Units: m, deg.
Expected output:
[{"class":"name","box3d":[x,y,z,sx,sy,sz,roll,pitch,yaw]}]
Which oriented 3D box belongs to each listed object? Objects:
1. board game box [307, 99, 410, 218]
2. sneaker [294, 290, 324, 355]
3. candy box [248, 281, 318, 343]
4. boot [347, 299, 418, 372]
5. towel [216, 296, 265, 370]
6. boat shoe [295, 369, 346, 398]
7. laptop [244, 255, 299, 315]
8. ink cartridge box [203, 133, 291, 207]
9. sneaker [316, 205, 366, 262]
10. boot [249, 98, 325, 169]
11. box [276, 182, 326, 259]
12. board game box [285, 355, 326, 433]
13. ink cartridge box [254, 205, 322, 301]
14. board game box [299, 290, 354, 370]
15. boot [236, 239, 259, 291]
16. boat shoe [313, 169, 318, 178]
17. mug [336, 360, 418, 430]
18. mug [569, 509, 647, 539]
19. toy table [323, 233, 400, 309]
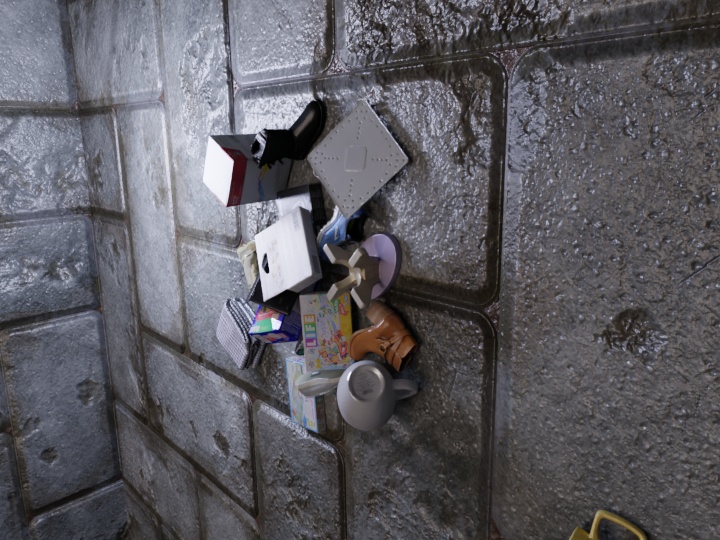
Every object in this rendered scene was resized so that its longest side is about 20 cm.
[{"class":"board game box","box3d":[-0.007,-0.258,1.327,0.199,0.026,0.202,-41,67,18]},{"class":"sneaker","box3d":[-0.131,0.152,1.598,0.201,0.073,0.088,-51,52,29]},{"class":"candy box","box3d":[-0.212,0.094,1.586,0.167,0.076,0.204,-13,51,49]},{"class":"boot","box3d":[0.052,0.193,1.395,0.155,0.073,0.202,46,132,26]},{"class":"towel","box3d":[-0.403,0.213,1.892,0.201,0.084,0.167,49,132,28]},{"class":"boat shoe","box3d":[-0.091,0.312,1.581,0.198,0.070,0.072,-19,113,32]},{"class":"laptop","box3d":[-0.223,0.022,1.558,0.196,0.116,0.191,18,75,20]},{"class":"ink cartridge box","box3d":[-0.315,-0.286,1.591,0.145,0.197,0.147,43,130,32]},{"class":"sneaker","box3d":[-0.046,-0.090,1.430,0.090,0.077,0.202,54,133,27]},{"class":"boot","box3d":[-0.190,-0.351,1.462,0.074,0.160,0.199,54,133,21]},{"class":"box","box3d":[-0.159,-0.129,1.570,0.158,0.043,0.205,-2,98,49]},{"class":"board game box","box3d":[-0.165,0.370,1.704,0.133,0.034,0.205,6,103,47]},{"class":"ink cartridge box","box3d":[-0.192,-0.039,1.487,0.174,0.044,0.204,-28,62,29]},{"class":"board game box","box3d":[-0.085,0.158,1.495,0.131,0.034,0.205,-4,99,4]},{"class":"boot","box3d":[-0.309,-0.015,1.744,0.198,0.071,0.158,-19,85,53]},{"class":"boat shoe","box3d":[-0.042,-0.234,1.395,0.198,0.068,0.073,10,106,46]},{"class":"mug","box3d":[0.040,0.288,1.350,0.176,0.195,0.151,88,177,-65]},{"class":"mug","box3d":[0.436,0.555,1.008,0.151,0.148,0.191,20,120,34]},{"class":"toy table","box3d":[0.000,0.000,1.372,0.184,0.116,0.203,47,131,30]}]
